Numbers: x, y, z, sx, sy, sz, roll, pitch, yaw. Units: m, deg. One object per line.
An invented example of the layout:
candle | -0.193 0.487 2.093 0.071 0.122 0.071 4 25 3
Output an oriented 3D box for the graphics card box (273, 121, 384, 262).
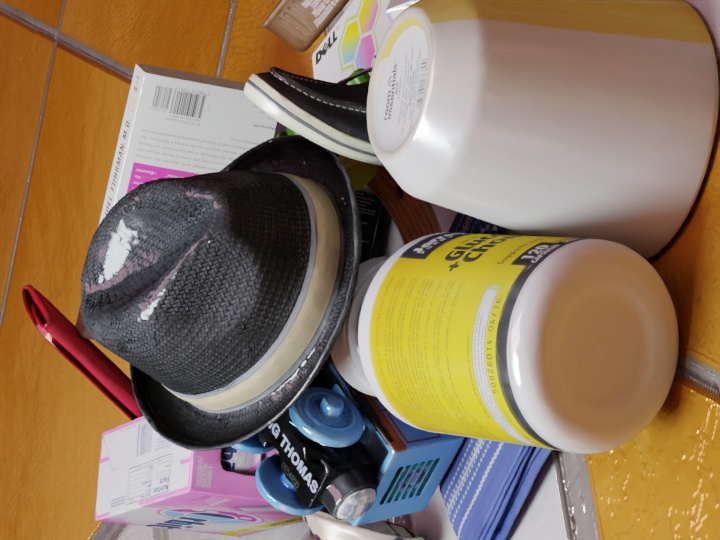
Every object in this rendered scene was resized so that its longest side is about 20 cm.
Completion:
graphics card box | -0.035 -0.008 1.765 0.125 0.051 0.201 -168 89 -68

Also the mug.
mug | 0.085 -0.099 1.409 0.187 0.153 0.150 -106 33 -45

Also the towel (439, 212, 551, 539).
towel | 0.073 0.063 1.551 0.200 0.024 0.145 -107 32 -47

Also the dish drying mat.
dish drying mat | -0.173 0.090 1.901 0.018 0.200 0.077 -44 28 1

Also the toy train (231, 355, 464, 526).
toy train | -0.031 0.067 1.566 0.200 0.114 0.087 53 133 32

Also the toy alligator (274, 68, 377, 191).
toy alligator | -0.020 -0.082 1.549 0.200 0.054 0.059 -52 56 35

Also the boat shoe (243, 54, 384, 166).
boat shoe | 0.026 -0.091 1.483 0.075 0.199 0.062 43 117 60

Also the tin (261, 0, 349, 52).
tin | -0.002 -0.214 1.697 0.112 0.042 0.200 -52 4 -35

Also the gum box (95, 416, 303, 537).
gum box | -0.094 0.136 1.782 0.200 0.113 0.066 156 120 -63

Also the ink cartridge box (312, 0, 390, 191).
ink cartridge box | 0.030 -0.168 1.653 0.148 0.076 0.201 132 139 -52

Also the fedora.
fedora | -0.092 0.003 1.469 0.200 0.091 0.201 -24 57 43

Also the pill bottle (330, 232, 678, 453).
pill bottle | 0.069 0.036 1.408 0.200 0.112 0.112 4 85 55

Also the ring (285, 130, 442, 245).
ring | 0.000 0.000 1.619 0.200 0.019 0.201 26 123 48

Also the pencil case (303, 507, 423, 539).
pencil case | -0.011 0.242 1.600 0.089 0.078 0.201 8 90 43

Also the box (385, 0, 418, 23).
box | 0.060 -0.193 1.525 0.039 0.041 0.200 -17 31 27

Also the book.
book | -0.120 -0.039 1.877 0.048 0.133 0.201 -135 58 -63
